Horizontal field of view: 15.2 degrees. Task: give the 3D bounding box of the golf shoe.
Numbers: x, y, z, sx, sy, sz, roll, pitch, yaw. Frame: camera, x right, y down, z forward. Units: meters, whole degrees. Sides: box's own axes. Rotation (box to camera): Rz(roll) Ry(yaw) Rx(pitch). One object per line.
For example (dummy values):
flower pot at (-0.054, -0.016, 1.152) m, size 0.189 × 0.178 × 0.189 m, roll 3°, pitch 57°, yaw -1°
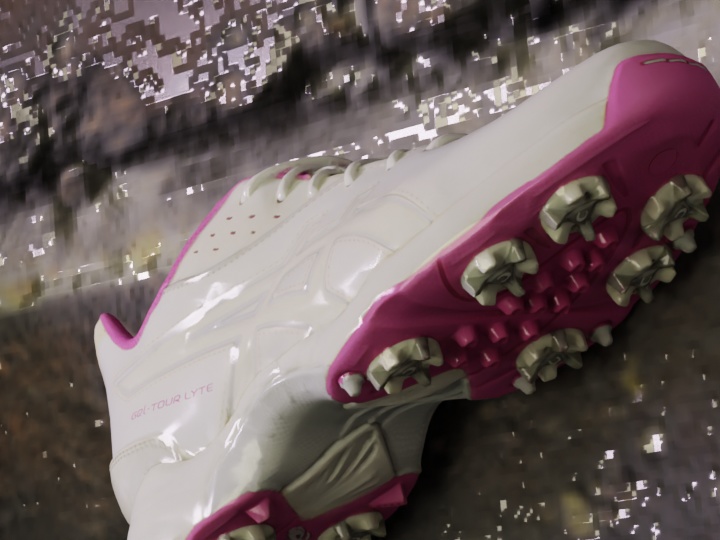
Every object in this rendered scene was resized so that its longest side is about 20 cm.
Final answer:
golf shoe at (0.000, 0.000, 0.628) m, size 0.200 × 0.075 × 0.092 m, roll -42°, pitch 57°, yaw 32°
